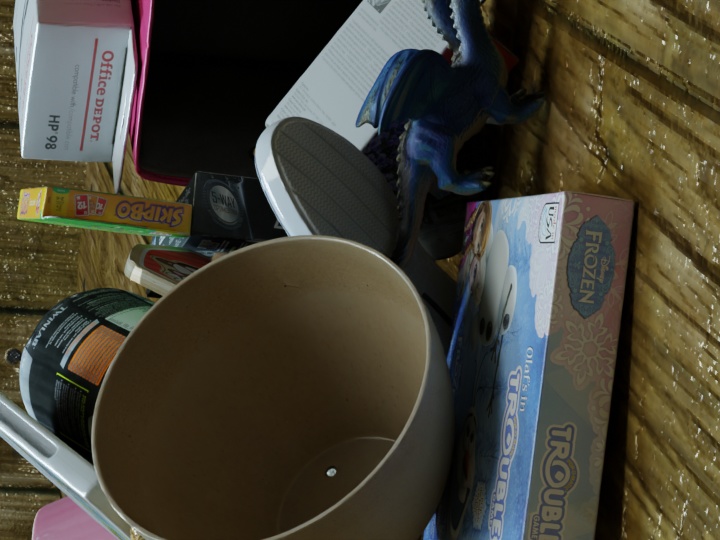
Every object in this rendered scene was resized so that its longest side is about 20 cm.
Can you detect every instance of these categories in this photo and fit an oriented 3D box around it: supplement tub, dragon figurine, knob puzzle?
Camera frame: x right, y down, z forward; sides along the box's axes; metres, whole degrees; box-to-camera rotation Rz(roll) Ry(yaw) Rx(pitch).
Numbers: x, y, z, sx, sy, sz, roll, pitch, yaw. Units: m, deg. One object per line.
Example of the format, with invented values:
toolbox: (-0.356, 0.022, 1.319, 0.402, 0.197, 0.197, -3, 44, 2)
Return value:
supplement tub: (-0.143, 0.087, 1.927, 0.200, 0.122, 0.123, 23, 110, 61)
dragon figurine: (0.035, -0.091, 1.606, 0.200, 0.099, 0.059, -55, 15, -3)
knob puzzle: (-0.059, 0.013, 1.772, 0.220, 0.220, 0.030, -131, 62, -73)

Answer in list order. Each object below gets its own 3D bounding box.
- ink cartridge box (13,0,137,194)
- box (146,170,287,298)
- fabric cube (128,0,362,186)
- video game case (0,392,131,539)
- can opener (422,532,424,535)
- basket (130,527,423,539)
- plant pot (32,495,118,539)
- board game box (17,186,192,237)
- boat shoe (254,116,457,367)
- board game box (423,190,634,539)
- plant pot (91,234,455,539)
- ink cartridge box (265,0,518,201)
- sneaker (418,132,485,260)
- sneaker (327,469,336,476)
ink cartridge box: (-0.196, -0.155, 1.937, 0.200, 0.067, 0.116, -102, 18, -50)
box: (-0.052, -0.013, 1.931, 0.200, 0.160, 0.044, 134, 141, -73)
fabric cube: (-0.058, -0.186, 1.920, 0.199, 0.196, 0.200, -109, 24, -59)
video game case: (-0.172, 0.150, 1.876, 0.182, 0.023, 0.200, 33, 168, 43)
can opener: (0.058, 0.127, 1.685, 0.066, 0.053, 0.200, -28, 54, 34)
basket: (-0.038, 0.201, 1.718, 0.143, 0.200, 0.149, 147, 126, -76)
plant pot: (-0.134, 0.216, 2.063, 0.200, 0.179, 0.200, -13, -90, -82)
board game box: (-0.171, -0.038, 1.882, 0.200, 0.096, 0.030, -162, 79, -78)
boat shoe: (0.000, 0.000, 1.637, 0.062, 0.200, 0.072, -24, 20, 48)
board game box: (0.087, 0.061, 1.526, 0.199, 0.043, 0.200, 177, 100, -77)
plant pot: (-0.030, 0.100, 1.566, 0.134, 0.200, 0.200, 56, -160, -47)
ink cartridge box: (0.038, -0.131, 1.696, 0.200, 0.050, 0.109, -50, 34, 7)
sneaker: (0.037, -0.066, 1.781, 0.200, 0.076, 0.091, -105, 4, -50)
sneaker: (-0.021, 0.107, 1.733, 0.200, 0.078, 0.086, -101, -5, -70)
